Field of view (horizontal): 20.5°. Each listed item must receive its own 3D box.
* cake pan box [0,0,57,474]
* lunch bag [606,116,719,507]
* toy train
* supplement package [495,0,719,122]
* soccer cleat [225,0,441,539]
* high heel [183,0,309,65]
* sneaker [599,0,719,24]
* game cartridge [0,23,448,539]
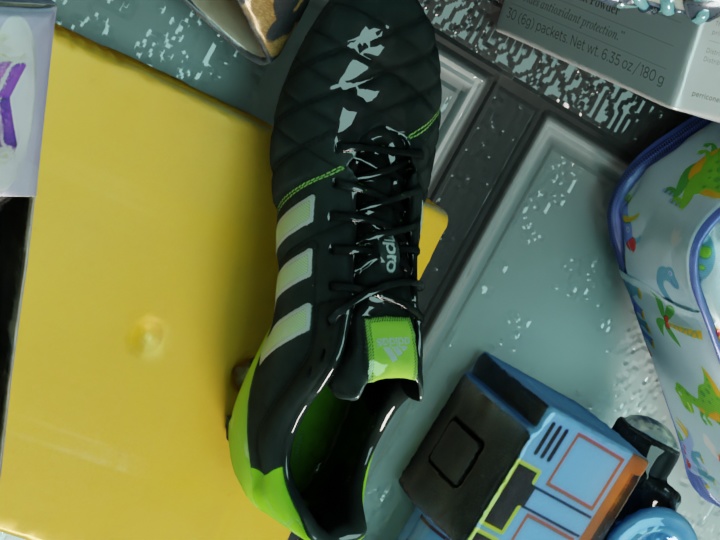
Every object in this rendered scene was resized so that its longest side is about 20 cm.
[{"bbox_3d":[-0.150,-0.012,0.577,0.052,0.200,0.186,-3,114,-31],"label":"cake pan box"},{"bbox_3d":[0.202,0.012,0.860,0.160,0.082,0.201,-34,122,-13],"label":"lunch bag"},{"bbox_3d":[0.054,0.138,0.829,0.114,0.087,0.201,29,96,-26],"label":"toy train"},{"bbox_3d":[0.154,-0.160,0.738,0.119,0.121,0.202,9,104,-33],"label":"supplement package"},{"bbox_3d":[0.000,0.000,0.703,0.067,0.081,0.202,2,108,-30],"label":"soccer cleat"},{"bbox_3d":[-0.096,-0.121,0.638,0.199,0.071,0.144,-18,112,-33],"label":"high heel"},{"bbox_3d":[0.118,-0.113,0.640,0.200,0.078,0.086,39,116,-14],"label":"sneaker"},{"bbox_3d":[-0.084,0.019,0.732,0.199,0.032,0.177,24,96,-32],"label":"game cartridge"}]
